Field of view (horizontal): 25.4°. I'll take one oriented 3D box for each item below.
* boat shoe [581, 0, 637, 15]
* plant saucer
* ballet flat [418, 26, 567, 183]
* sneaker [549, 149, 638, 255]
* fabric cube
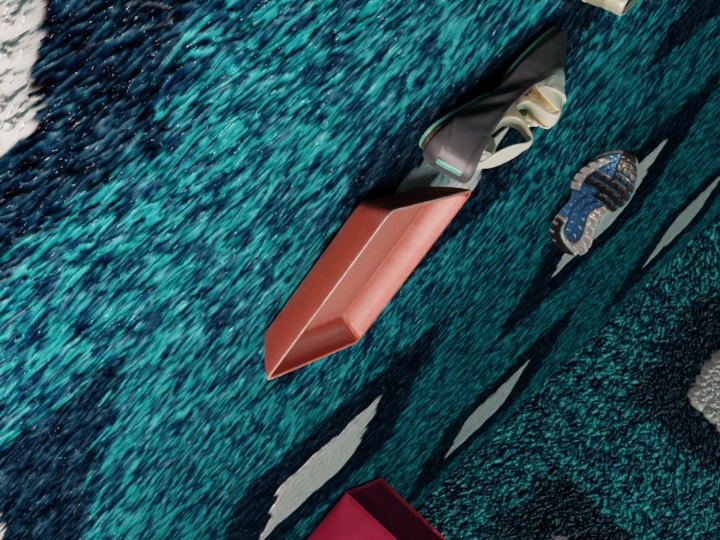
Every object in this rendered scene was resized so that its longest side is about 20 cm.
[{"bbox_3d":[0.251,-0.274,1.415,0.200,0.062,0.072,-38,163,-40],"label":"boat shoe"},{"bbox_3d":[0.000,0.000,1.462,0.200,0.037,0.200,-53,166,21],"label":"plant saucer"},{"bbox_3d":[0.136,-0.142,1.419,0.200,0.073,0.073,-40,165,-30],"label":"ballet flat"},{"bbox_3d":[0.314,-0.107,2.098,0.087,0.075,0.200,-51,176,-35],"label":"sneaker"},{"bbox_3d":[0.013,0.467,2.476,0.200,0.196,0.200,-52,165,10],"label":"fabric cube"}]
